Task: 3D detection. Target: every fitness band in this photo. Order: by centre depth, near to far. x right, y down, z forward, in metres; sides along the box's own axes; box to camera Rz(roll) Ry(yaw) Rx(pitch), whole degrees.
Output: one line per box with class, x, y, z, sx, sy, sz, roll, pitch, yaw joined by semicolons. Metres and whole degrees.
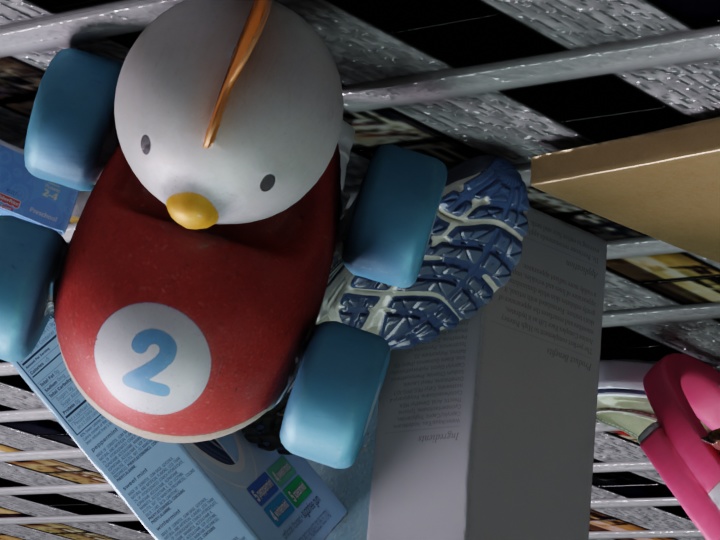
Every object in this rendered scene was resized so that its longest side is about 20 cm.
fitness band;0.234;0.134;1.593;0.037;0.200;0.143;-44;152;20

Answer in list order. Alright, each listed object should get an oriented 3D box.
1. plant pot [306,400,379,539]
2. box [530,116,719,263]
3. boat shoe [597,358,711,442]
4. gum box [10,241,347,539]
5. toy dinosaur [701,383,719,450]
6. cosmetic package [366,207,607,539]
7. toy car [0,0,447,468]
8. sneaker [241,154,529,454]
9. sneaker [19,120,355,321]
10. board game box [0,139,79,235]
plant pot;-0.013;0.095;1.560;0.199;0.197;0.196;14;170;27
box;0.205;-0.039;1.255;0.163;0.021;0.200;19;161;-40
boat shoe;0.216;0.103;1.712;0.199;0.062;0.072;16;163;-30
gum box;-0.098;0.073;1.361;0.045;0.200;0.170;-39;179;11
toy dinosaur;0.287;0.129;1.601;0.182;0.200;0.105;53;143;-3
cosmetic package;0.065;0.069;1.377;0.074;0.201;0.102;-7;160;43
toy car;-0.062;-0.039;1.125;0.184;0.177;0.200;18;153;3
sneaker;0.000;0.000;1.342;0.077;0.085;0.200;24;124;-39
sneaker;-0.096;-0.014;1.305;0.199;0.116;0.074;-3;165;39
board game box;-0.253;-0.055;1.309;0.199;0.037;0.151;25;160;-21
